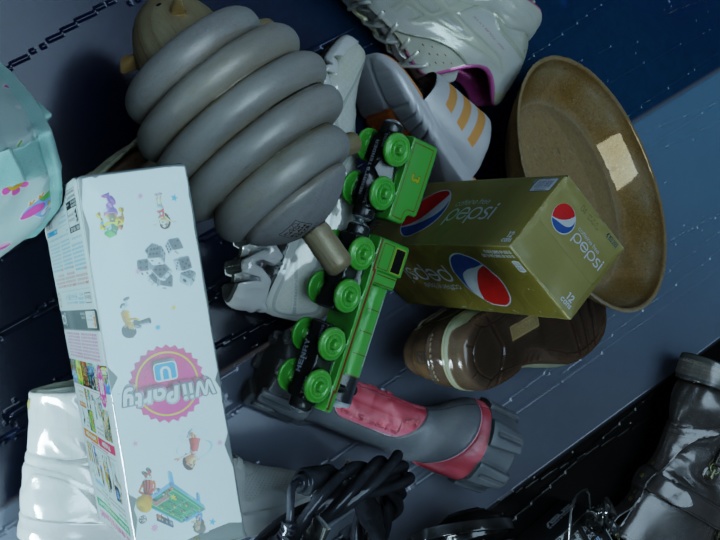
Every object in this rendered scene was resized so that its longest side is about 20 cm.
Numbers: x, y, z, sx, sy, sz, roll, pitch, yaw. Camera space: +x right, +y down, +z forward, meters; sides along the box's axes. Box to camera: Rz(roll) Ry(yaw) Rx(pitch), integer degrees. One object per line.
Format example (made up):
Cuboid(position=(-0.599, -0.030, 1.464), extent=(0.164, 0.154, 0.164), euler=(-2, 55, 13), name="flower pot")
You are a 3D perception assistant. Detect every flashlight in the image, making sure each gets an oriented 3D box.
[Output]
Cuboid(position=(0.021, 0.097, 0.914), extent=(0.199, 0.068, 0.068), euler=(26, 66, -23), name="flashlight")

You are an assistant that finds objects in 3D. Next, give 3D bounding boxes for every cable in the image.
Cuboid(position=(-0.035, 0.203, 0.860), extent=(0.163, 0.051, 0.201), euler=(-19, 135, -55), name="cable")

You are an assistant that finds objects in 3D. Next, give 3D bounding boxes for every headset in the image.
Cuboid(position=(0.099, 0.225, 0.920), extent=(0.199, 0.094, 0.124), euler=(-34, 75, -5), name="headset")

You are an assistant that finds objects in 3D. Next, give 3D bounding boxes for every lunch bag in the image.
Cuboid(position=(-0.261, -0.040, 0.704), extent=(0.169, 0.200, 0.123), euler=(-23, 99, -23), name="lunch bag")

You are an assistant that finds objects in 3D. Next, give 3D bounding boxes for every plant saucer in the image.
Cuboid(position=(0.165, -0.062, 0.971), extent=(0.199, 0.035, 0.202), euler=(24, 57, -42), name="plant saucer")

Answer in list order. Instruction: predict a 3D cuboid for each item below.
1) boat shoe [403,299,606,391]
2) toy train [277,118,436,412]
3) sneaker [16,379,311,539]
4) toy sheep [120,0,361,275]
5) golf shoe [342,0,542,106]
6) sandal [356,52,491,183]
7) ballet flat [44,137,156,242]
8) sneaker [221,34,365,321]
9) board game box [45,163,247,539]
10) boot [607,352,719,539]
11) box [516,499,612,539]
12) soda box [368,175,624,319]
Cuboid(position=(0.107, 0.040, 0.956), extent=(0.201, 0.074, 0.076), euler=(-9, 93, -49), name="boat shoe")
Cuboid(position=(0.000, 0.000, 0.851), extent=(0.056, 0.042, 0.202), euler=(20, 88, -42), name="toy train")
Cuboid(position=(-0.120, 0.114, 0.841), extent=(0.198, 0.074, 0.117), euler=(2, 91, -25), name="sneaker")
Cuboid(position=(-0.066, -0.083, 0.770), extent=(0.138, 0.138, 0.200), euler=(-40, 87, -21), name="toy sheep")
Cuboid(position=(0.039, -0.181, 0.926), extent=(0.198, 0.075, 0.092), euler=(16, 88, -22), name="golf shoe")
Cuboid(position=(0.069, -0.086, 0.939), extent=(0.059, 0.079, 0.207), euler=(-47, 117, -18), name="sandal")
Cuboid(position=(-0.120, -0.072, 0.850), extent=(0.200, 0.062, 0.068), euler=(-45, 108, -20), name="ballet flat")
Cuboid(position=(-0.030, -0.061, 0.885), extent=(0.080, 0.075, 0.202), euler=(19, 88, -15), name="sneaker")
Cuboid(position=(-0.127, 0.049, 0.732), extent=(0.064, 0.147, 0.202), euler=(-9, 92, -20), name="board game box")
Cuboid(position=(0.298, 0.176, 1.059), extent=(0.199, 0.069, 0.175), euler=(24, 84, -20), name="boot")
Cuboid(position=(0.159, 0.306, 0.991), extent=(0.160, 0.043, 0.201), euler=(-37, 104, -22), name="box")
Cuboid(position=(0.080, -0.017, 0.870), extent=(0.068, 0.200, 0.064), euler=(48, 71, -21), name="soda box")
